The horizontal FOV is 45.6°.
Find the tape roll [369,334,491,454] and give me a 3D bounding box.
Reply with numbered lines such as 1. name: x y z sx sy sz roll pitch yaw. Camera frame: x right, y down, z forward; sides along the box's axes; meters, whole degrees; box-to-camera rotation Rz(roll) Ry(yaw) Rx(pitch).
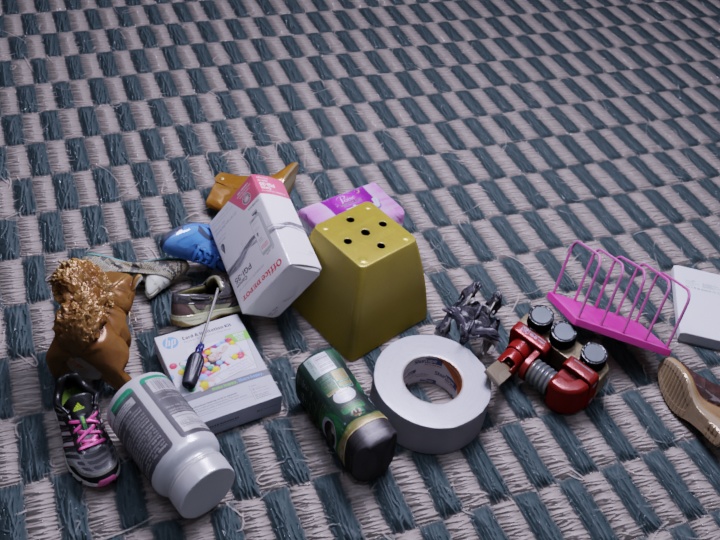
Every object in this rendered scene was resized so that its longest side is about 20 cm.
1. tape roll: 0.114 0.201 1.416 0.195 0.067 0.203 4 42 -3

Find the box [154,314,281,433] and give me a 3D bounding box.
1. box: -0.237 0.170 1.414 0.153 0.042 0.201 -15 45 -24

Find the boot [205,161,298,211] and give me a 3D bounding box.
1. boot: -0.225 -0.182 1.787 0.141 0.072 0.203 21 48 11

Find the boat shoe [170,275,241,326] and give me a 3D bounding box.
1. boat shoe: -0.250 0.042 1.514 0.072 0.066 0.198 16 26 34

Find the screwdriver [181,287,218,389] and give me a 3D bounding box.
1. screwdriver: -0.256 0.110 1.416 0.029 0.028 0.203 44 40 -28

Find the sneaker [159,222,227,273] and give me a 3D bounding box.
1. sneaker: -0.274 -0.036 1.578 0.198 0.066 0.079 4 46 -49

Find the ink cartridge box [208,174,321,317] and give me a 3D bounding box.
1. ink cartridge box: -0.170 -0.042 1.512 0.082 0.146 0.203 10 46 -48

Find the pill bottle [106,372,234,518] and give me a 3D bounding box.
1. pill bottle: -0.277 0.254 1.254 0.112 0.115 0.200 -26 54 -32

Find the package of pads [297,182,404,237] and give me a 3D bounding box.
1. package of pads: -0.021 -0.097 1.721 0.197 0.077 0.120 -23 51 -31

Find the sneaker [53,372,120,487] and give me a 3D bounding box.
1. sneaker: -0.416 0.231 1.281 0.072 0.089 0.201 -16 47 -25

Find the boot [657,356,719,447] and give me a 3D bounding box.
1. boot: 0.622 0.228 1.481 0.163 0.073 0.202 2 39 -26

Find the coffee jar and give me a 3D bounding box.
1. coffee jar: -0.022 0.225 1.337 0.084 0.106 0.201 -20 49 -25

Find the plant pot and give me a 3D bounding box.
1. plant pot: 0.000 0.000 1.539 0.198 0.179 0.199 -26 50 -33

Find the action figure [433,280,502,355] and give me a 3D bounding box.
1. action figure: 0.198 0.096 1.520 0.117 0.104 0.200 23 25 9

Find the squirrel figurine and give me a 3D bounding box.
1. squirrel figurine: -0.420 0.065 1.380 0.138 0.202 0.190 7 52 10

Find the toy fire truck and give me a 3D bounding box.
1. toy fire truck: 0.300 0.171 1.450 0.199 0.130 0.175 -38 57 -25

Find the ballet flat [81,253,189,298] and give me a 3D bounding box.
1. ballet flat: -0.408 0.015 1.547 0.195 0.068 0.077 4 61 -14

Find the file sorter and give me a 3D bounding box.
1. file sorter: 0.463 0.044 1.531 0.196 0.128 0.139 18 14 -13

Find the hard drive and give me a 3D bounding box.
1. hard drive: 0.679 0.075 1.675 0.129 0.027 0.202 13 42 6
